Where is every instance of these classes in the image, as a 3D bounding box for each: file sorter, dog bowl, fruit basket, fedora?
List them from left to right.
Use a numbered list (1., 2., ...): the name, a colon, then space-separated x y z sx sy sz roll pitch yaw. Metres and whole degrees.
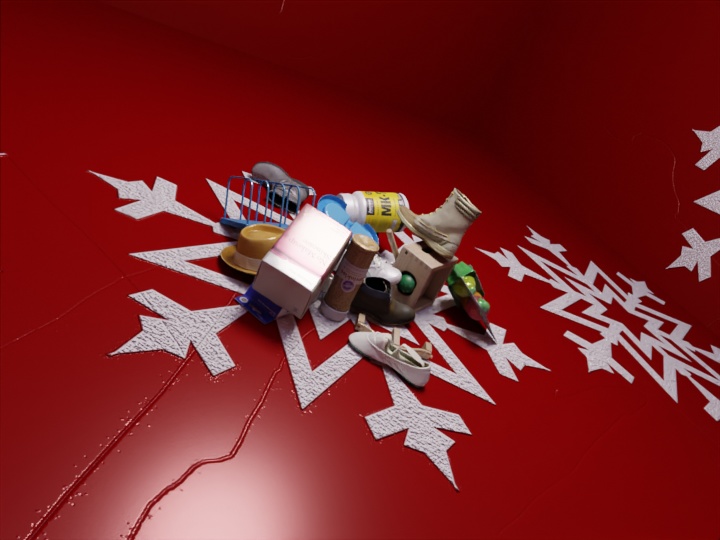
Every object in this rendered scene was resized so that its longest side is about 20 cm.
1. fedora: -0.223 -0.056 1.351 0.197 0.083 0.201 10 23 -4
2. file sorter: -0.233 -0.165 1.484 0.198 0.125 0.138 2 9 -40
3. dog bowl: -0.043 -0.108 1.527 0.200 0.050 0.112 43 45 -7
4. fruit basket: 0.313 0.079 1.589 0.201 0.093 0.186 56 0 43

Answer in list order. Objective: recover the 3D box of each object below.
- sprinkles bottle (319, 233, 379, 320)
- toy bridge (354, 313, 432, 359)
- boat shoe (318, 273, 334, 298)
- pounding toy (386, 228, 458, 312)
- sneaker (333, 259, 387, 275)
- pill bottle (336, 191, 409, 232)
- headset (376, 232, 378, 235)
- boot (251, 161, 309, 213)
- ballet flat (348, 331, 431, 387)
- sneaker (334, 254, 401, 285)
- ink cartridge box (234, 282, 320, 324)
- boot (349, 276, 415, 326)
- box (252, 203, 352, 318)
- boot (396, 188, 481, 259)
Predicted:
1. sprinkles bottle: -0.027 0.017 1.315 0.067 0.202 0.069 21 27 -11
2. toy bridge: 0.080 0.163 1.351 0.198 0.027 0.067 24 29 -8
3. boat shoe: -0.123 -0.017 1.430 0.070 0.070 0.200 4 33 -41
4. pounding toy: 0.133 -0.004 1.522 0.142 0.186 0.199 38 29 23
5. sneaker: 0.000 0.000 1.513 0.089 0.079 0.199 32 26 18
6. pill bottle: 0.029 -0.166 1.656 0.197 0.115 0.115 -1 36 -25
7. headset: 0.003 -0.108 1.741 0.123 0.095 0.199 41 44 17
8. boot: -0.253 -0.251 1.735 0.198 0.070 0.132 24 31 3
9. ballet flat: 0.070 0.177 1.275 0.198 0.070 0.069 32 27 9
10. sneaker: 0.012 -0.021 1.416 0.198 0.081 0.071 19 32 -5
11. ink cartridge box: -0.179 0.054 1.298 0.094 0.037 0.199 37 30 17
12. boot: 0.063 0.075 1.397 0.197 0.097 0.076 14 50 -23
13. box: -0.122 -0.023 1.250 0.127 0.109 0.201 31 50 0
14. boot: 0.199 -0.147 1.492 0.200 0.156 0.072 42 21 26
